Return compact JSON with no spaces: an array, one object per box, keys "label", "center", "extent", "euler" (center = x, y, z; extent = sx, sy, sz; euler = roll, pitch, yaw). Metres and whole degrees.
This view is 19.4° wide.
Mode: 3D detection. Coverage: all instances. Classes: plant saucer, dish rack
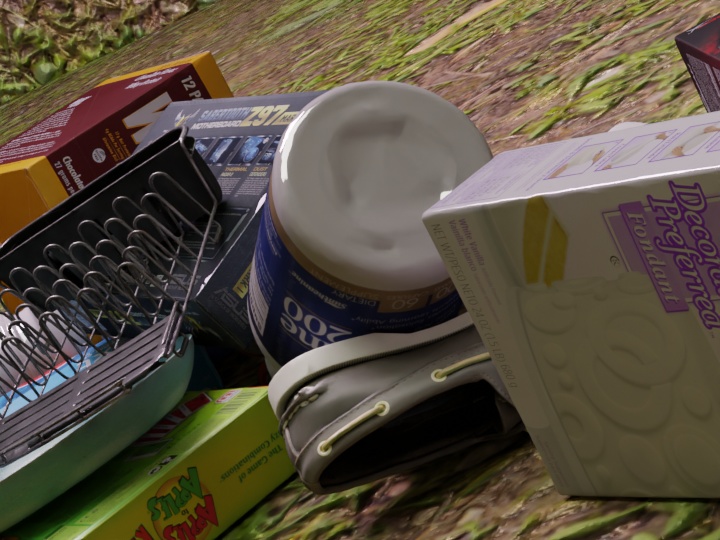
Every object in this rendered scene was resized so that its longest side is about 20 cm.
[{"label":"plant saucer","center":[-0.169,0.101,1.162],"extent":[0.200,0.027,0.200],"euler":[-34,6,4]},{"label":"dish rack","center":[-0.149,0.019,1.140],"extent":[0.153,0.055,0.200],"euler":[-32,23,23]}]

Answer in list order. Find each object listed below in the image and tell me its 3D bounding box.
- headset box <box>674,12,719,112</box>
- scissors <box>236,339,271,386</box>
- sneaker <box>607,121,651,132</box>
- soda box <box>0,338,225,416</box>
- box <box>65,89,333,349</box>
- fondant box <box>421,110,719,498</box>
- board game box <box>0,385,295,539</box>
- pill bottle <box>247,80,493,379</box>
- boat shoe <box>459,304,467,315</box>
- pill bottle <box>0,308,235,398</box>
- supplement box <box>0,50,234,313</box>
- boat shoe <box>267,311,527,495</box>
[{"label":"headset box","center":[0.277,-0.121,1.188],"extent":[0.148,0.077,0.200],"euler":[-27,13,2]},{"label":"scissors","center":[0.009,0.011,1.193],"extent":[0.200,0.073,0.014],"euler":[-32,32,26]},{"label":"sneaker","center":[0.172,-0.028,1.114],"extent":[0.114,0.073,0.200],"euler":[1,21,23]},{"label":"soda box","center":[-0.183,0.098,1.303],"extent":[0.199,0.064,0.068],"euler":[-28,14,-4]},{"label":"box","center":[-0.091,-0.032,1.257],"extent":[0.200,0.051,0.158],"euler":[2,53,54]},{"label":"fondant box","center":[0.130,0.017,0.844],"extent":[0.058,0.145,0.200],"euler":[-37,17,-33]},{"label":"board game box","center":[-0.129,0.135,1.110],"extent":[0.200,0.048,0.101],"euler":[-37,16,-33]},{"label":"pill bottle","center":[0.000,0.000,1.077],"extent":[0.111,0.111,0.200],"euler":[-34,-18,-23]},{"label":"boat shoe","center":[0.051,0.004,1.217],"extent":[0.073,0.075,0.200],"euler":[-7,-7,-39]},{"label":"pill bottle","center":[-0.150,0.027,1.388],"extent":[0.199,0.112,0.112],"euler":[-29,14,-5]},{"label":"supplement box","center":[-0.217,-0.073,1.815],"extent":[0.200,0.133,0.197],"euler":[-37,17,-29]},{"label":"boat shoe","center":[0.059,0.055,1.016],"extent":[0.201,0.072,0.060],"euler":[-16,56,-4]}]
